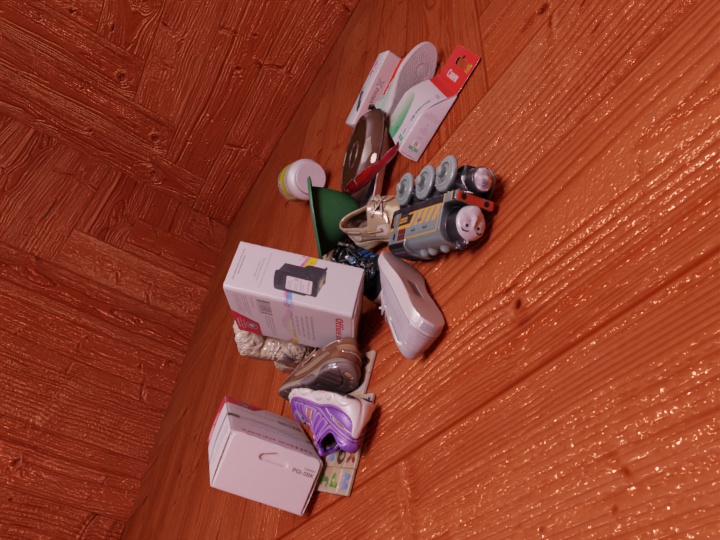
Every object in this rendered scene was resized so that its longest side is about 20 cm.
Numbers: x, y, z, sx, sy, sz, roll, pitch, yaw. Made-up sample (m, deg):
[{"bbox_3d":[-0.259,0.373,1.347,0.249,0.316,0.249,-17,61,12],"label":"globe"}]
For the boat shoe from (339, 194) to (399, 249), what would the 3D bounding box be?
[{"bbox_3d":[0.036,-0.088,0.942,0.198,0.064,0.073,-18,47,54],"label":"boat shoe"}]

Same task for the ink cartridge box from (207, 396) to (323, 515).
[{"bbox_3d":[-0.153,0.276,0.876,0.084,0.144,0.200,-67,15,-5],"label":"ink cartridge box"}]

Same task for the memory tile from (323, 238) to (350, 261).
[{"bbox_3d":[-0.058,-0.036,1.182,0.153,0.016,0.204,-157,84,-72],"label":"memory tile"}]

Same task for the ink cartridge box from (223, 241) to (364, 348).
[{"bbox_3d":[-0.095,0.047,0.883,0.147,0.195,0.084,93,-170,-59],"label":"ink cartridge box"}]

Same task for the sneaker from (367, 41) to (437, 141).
[{"bbox_3d":[0.080,-0.378,1.176,0.203,0.073,0.119,-61,25,20],"label":"sneaker"}]

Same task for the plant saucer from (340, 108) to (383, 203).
[{"bbox_3d":[-0.002,-0.230,1.158,0.200,0.031,0.205,-168,89,-74],"label":"plant saucer"}]

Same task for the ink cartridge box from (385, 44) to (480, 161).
[{"bbox_3d":[0.124,-0.316,1.038,0.202,0.049,0.162,-59,20,22],"label":"ink cartridge box"}]

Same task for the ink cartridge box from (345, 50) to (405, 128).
[{"bbox_3d":[0.040,-0.446,1.427,0.203,0.043,0.174,-63,18,8],"label":"ink cartridge box"}]

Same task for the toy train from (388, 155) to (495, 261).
[{"bbox_3d":[0.103,-0.075,0.755,0.199,0.084,0.117,-8,71,66],"label":"toy train"}]

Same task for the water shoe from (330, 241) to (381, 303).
[{"bbox_3d":[0.000,0.000,0.926,0.073,0.078,0.200,-64,19,0],"label":"water shoe"}]

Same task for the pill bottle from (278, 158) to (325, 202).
[{"bbox_3d":[-0.164,-0.255,1.628,0.114,0.111,0.199,-65,20,-4],"label":"pill bottle"}]

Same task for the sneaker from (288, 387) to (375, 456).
[{"bbox_3d":[-0.054,0.212,0.798,0.199,0.079,0.085,-19,54,63],"label":"sneaker"}]

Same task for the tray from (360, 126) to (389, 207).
[{"bbox_3d":[0.024,-0.168,1.119,0.107,0.022,0.204,138,145,-65],"label":"tray"}]

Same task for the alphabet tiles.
[{"bbox_3d":[-0.026,0.219,0.838,0.167,0.007,0.204,-30,39,60],"label":"alphabet tiles"}]

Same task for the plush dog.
[{"bbox_3d":[-0.112,0.085,1.035,0.157,0.199,0.176,-4,67,30],"label":"plush dog"}]

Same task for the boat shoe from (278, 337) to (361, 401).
[{"bbox_3d":[-0.059,0.160,0.892,0.199,0.075,0.073,-31,33,44],"label":"boat shoe"}]

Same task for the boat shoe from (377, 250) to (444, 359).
[{"bbox_3d":[0.055,0.043,0.761,0.069,0.071,0.201,-57,29,19],"label":"boat shoe"}]

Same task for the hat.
[{"bbox_3d":[-0.005,-0.110,1.076,0.200,0.172,0.170,97,163,-79],"label":"hat"}]
